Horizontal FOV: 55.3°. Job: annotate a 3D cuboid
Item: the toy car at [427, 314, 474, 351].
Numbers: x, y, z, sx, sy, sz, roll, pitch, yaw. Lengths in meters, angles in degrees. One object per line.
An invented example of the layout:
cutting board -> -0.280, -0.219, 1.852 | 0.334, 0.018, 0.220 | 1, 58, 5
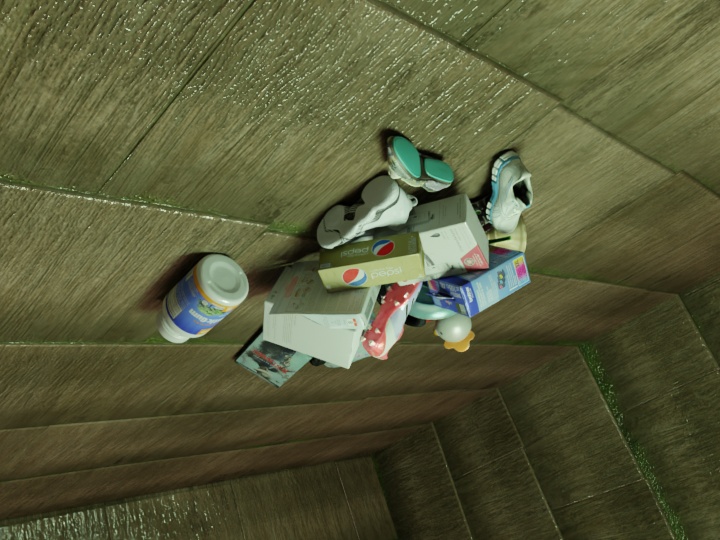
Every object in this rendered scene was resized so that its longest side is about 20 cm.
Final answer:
toy car -> 0.219, 0.128, 1.823 | 0.176, 0.201, 0.184 | -23, 157, 7

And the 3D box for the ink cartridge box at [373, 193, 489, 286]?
ink cartridge box -> 0.143, -0.057, 1.385 | 0.199, 0.083, 0.147 | -13, 136, 24

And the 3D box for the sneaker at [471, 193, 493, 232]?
sneaker -> 0.227, -0.096, 1.501 | 0.199, 0.076, 0.116 | -15, 161, -11

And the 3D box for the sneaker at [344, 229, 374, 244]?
sneaker -> 0.001, 0.000, 1.473 | 0.072, 0.115, 0.201 | -8, 153, -23

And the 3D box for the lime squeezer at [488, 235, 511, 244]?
lime squeezer -> 0.232, -0.063, 1.536 | 0.199, 0.038, 0.071 | -2, 152, 4

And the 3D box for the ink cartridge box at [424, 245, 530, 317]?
ink cartridge box -> 0.232, 0.025, 1.430 | 0.199, 0.077, 0.136 | -29, -160, -21

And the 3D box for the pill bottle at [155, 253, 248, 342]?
pill bottle -> -0.318, 0.063, 1.350 | 0.112, 0.113, 0.200 | 5, 145, -46

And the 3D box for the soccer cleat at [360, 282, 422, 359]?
soccer cleat -> 0.075, 0.096, 1.468 | 0.076, 0.067, 0.200 | 42, 76, -41

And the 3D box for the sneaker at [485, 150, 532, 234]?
sneaker -> 0.306, -0.137, 1.378 | 0.075, 0.087, 0.201 | -26, 140, -13

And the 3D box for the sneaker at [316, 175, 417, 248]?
sneaker -> 0.016, -0.097, 1.316 | 0.200, 0.075, 0.115 | -36, 150, 25

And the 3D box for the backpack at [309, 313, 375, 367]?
backpack -> -0.042, 0.175, 1.808 | 0.199, 0.127, 0.167 | -14, 153, -21

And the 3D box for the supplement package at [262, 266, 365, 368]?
supplement package -> -0.091, 0.099, 1.450 | 0.199, 0.120, 0.122 | 19, 133, 8

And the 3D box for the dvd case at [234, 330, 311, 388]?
dvd case -> -0.229, 0.229, 1.798 | 0.146, 0.022, 0.200 | 34, 137, -13

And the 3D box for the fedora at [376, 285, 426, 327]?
fedora -> 0.109, 0.045, 1.649 | 0.092, 0.200, 0.201 | -46, 164, -20

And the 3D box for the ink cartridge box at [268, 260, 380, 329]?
ink cartridge box -> -0.065, 0.048, 1.383 | 0.199, 0.163, 0.050 | -4, 131, 23

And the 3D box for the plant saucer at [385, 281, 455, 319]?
plant saucer -> 0.154, 0.018, 1.535 | 0.199, 0.201, 0.027 | -15, 147, -12

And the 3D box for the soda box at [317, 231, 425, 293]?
soda box -> 0.023, -0.015, 1.326 | 0.199, 0.064, 0.068 | -9, 134, 12

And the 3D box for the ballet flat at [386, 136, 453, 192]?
ballet flat -> 0.089, -0.179, 1.213 | 0.072, 0.072, 0.200 | -33, 152, 28

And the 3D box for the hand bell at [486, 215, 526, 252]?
hand bell -> 0.272, -0.077, 1.594 | 0.199, 0.105, 0.104 | -4, 155, -5
